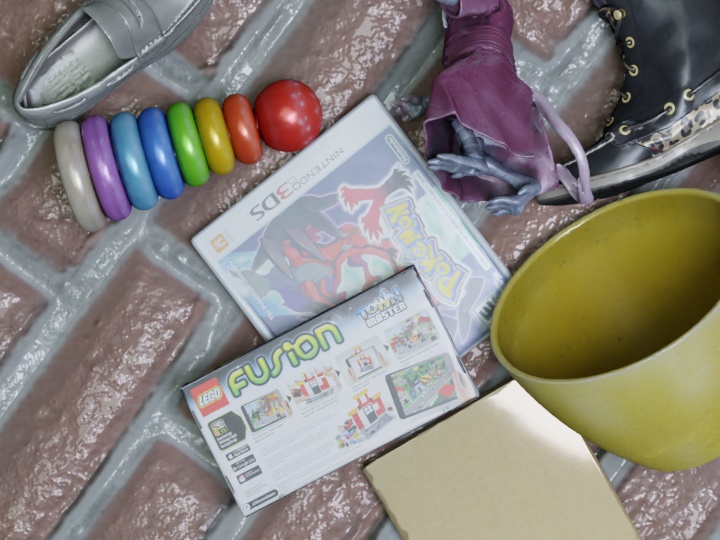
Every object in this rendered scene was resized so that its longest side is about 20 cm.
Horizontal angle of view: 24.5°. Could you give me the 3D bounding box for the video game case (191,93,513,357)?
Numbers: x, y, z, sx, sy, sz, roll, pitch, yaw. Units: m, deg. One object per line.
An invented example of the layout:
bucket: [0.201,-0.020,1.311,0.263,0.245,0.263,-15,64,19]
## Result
video game case: [0.000,0.000,1.266,0.182,0.023,0.201,-38,91,3]

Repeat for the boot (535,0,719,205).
boot: [0.203,-0.144,1.229,0.198,0.073,0.152,-22,85,15]

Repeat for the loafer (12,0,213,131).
loafer: [-0.179,-0.179,1.238,0.200,0.070,0.070,-44,91,3]

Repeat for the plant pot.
plant pot: [0.213,0.059,1.196,0.199,0.200,0.142,-32,119,3]

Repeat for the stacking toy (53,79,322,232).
stacking toy: [-0.124,-0.094,1.240,0.198,0.085,0.086,-15,92,-2]

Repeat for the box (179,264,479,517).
box: [-0.023,0.089,1.242,0.199,0.035,0.111,-27,91,3]

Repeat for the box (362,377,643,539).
box: [0.119,0.196,1.273,0.163,0.021,0.201,-30,91,3]

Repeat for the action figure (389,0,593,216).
action figure: [0.090,-0.151,1.194,0.147,0.134,0.202,-2,60,6]
